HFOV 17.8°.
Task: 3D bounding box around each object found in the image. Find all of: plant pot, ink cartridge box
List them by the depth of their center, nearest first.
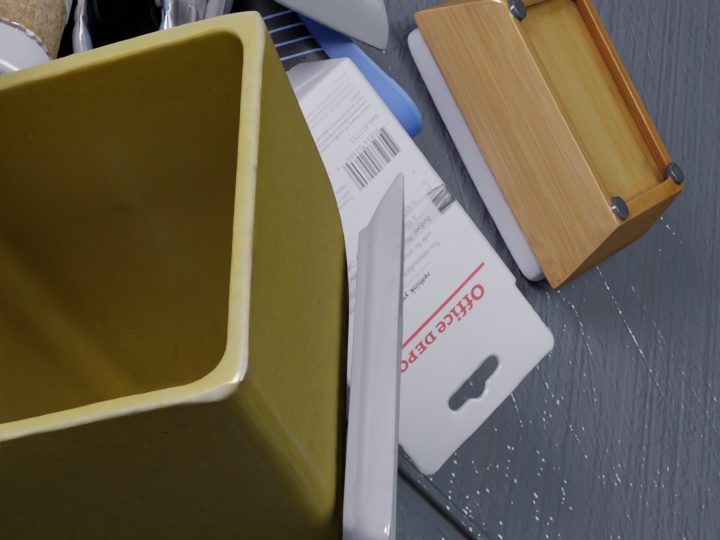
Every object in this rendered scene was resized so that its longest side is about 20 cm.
[{"bbox_3d":[-0.094,0.042,0.998,0.200,0.195,0.195,56,27,-47],"label":"plant pot"},{"bbox_3d":[0.000,0.000,1.229,0.116,0.068,0.200,-44,109,-20],"label":"ink cartridge box"}]

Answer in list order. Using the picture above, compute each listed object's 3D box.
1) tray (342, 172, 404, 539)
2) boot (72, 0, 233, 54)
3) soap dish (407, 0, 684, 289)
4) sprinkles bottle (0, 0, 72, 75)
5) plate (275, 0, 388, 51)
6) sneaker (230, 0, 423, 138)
[{"bbox_3d":[0.007,0.064,1.012,0.108,0.022,0.201,91,2,-50],"label":"tray"},{"bbox_3d":[-0.105,-0.145,1.177,0.096,0.073,0.201,79,10,-64],"label":"boot"},{"bbox_3d":[0.128,-0.101,1.524,0.157,0.081,0.201,-26,88,-58],"label":"soap dish"},{"bbox_3d":[-0.171,-0.149,1.130,0.068,0.068,0.201,40,39,-33],"label":"sprinkles bottle"},{"bbox_3d":[-0.062,-0.215,1.245,0.200,0.032,0.199,54,13,13],"label":"plate"},{"bbox_3d":[-0.058,-0.115,1.275,0.200,0.070,0.078,40,68,-9],"label":"sneaker"}]
